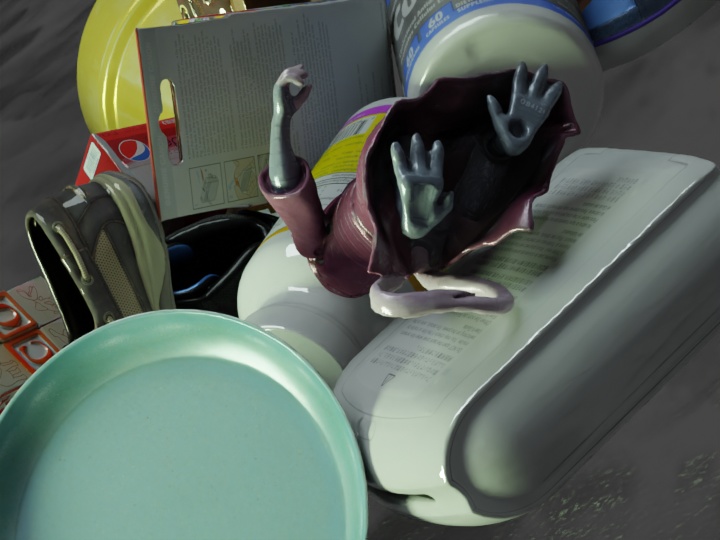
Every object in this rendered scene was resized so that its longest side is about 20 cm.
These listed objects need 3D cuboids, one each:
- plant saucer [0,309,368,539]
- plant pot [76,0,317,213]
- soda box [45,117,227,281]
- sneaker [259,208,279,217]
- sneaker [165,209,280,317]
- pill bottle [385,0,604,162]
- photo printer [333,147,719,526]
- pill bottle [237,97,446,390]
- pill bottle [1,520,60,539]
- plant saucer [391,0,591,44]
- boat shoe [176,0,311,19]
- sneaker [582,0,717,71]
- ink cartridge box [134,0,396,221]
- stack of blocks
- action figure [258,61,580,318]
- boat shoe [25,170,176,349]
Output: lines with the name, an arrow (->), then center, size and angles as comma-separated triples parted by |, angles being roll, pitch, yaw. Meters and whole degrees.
plant saucer -> -0.086, 0.118, 1.065 | 0.200, 0.201, 0.027 | -36, -23, 8
plant pot -> -0.069, -0.113, 1.573 | 0.201, 0.201, 0.189 | -40, 31, -4
soda box -> -0.142, 0.006, 1.413 | 0.070, 0.063, 0.200 | -15, -38, -39
sneaker -> -0.085, 0.015, 1.448 | 0.199, 0.074, 0.089 | -20, 29, 37
sneaker -> -0.111, 0.035, 1.346 | 0.200, 0.112, 0.073 | -43, 60, 11
pill bottle -> 0.073, -0.146, 1.403 | 0.114, 0.114, 0.200 | -34, 30, 14
photo printer -> 0.077, 0.032, 1.070 | 0.200, 0.070, 0.166 | -43, 17, -12
pill bottle -> 0.000, 0.000, 1.259 | 0.104, 0.104, 0.200 | -25, 22, 39
pill bottle -> -0.164, 0.175, 1.143 | 0.200, 0.109, 0.109 | -44, 17, -17
plant saucer -> 0.077, -0.214, 1.508 | 0.200, 0.200, 0.038 | -34, 35, 16
boat shoe -> -0.042, -0.106, 1.441 | 0.070, 0.201, 0.070 | -5, 33, 41
sneaker -> 0.174, -0.229, 1.411 | 0.200, 0.147, 0.081 | -36, 17, 7
ink cartridge box -> -0.061, -0.092, 1.333 | 0.050, 0.110, 0.200 | 0, 9, 43
stack of blocks -> -0.216, 0.098, 1.341 | 0.115, 0.059, 0.200 | -28, -24, -49
action figure -> 0.025, -0.022, 1.095 | 0.200, 0.133, 0.150 | 143, 127, -60
boat shoe -> -0.129, 0.050, 1.253 | 0.073, 0.201, 0.074 | -15, -9, -24
